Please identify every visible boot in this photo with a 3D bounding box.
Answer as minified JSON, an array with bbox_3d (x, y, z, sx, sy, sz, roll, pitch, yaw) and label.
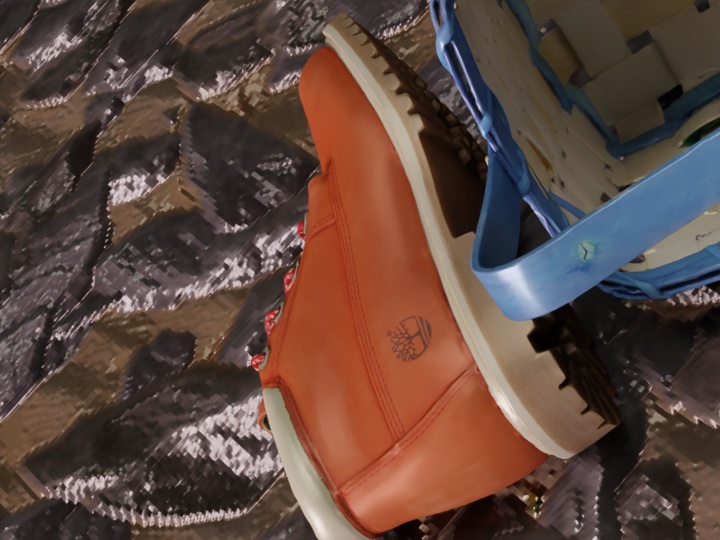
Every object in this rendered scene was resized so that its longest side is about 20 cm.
[{"bbox_3d":[0.000,0.000,0.763,0.107,0.075,0.200,-36,44,16],"label":"boot"}]

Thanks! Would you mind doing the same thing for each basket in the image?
[{"bbox_3d":[0.110,-0.071,0.665,0.176,0.139,0.200,-30,13,15],"label":"basket"}]
